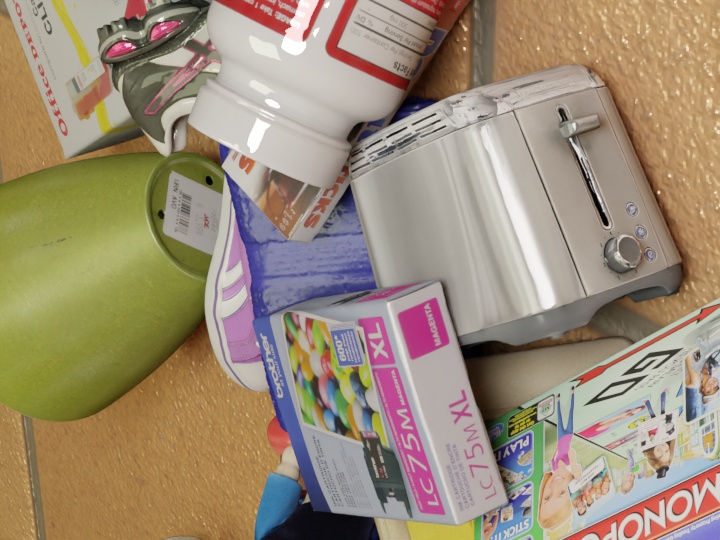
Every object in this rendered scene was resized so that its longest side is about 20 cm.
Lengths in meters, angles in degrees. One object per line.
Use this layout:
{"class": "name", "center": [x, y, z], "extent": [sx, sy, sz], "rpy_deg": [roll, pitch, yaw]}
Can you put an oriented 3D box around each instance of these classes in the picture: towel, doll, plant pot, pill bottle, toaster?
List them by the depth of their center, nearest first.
{"class": "pill bottle", "center": [-0.011, -0.150, 0.897], "extent": [0.112, 0.112, 0.202], "rpy_deg": [32, 100, 43]}
{"class": "toaster", "center": [0.071, -0.026, 0.921], "extent": [0.199, 0.113, 0.131], "rpy_deg": [-21, 86, 60]}
{"class": "towel", "center": [0.000, 0.000, 1.055], "extent": [0.146, 0.049, 0.203], "rpy_deg": [-4, 103, 26]}
{"class": "doll", "center": [-0.010, 0.166, 1.055], "extent": [0.138, 0.198, 0.048], "rpy_deg": [63, 156, 8]}
{"class": "plant pot", "center": [-0.174, -0.006, 1.250], "extent": [0.199, 0.186, 0.189], "rpy_deg": [-24, 87, 44]}

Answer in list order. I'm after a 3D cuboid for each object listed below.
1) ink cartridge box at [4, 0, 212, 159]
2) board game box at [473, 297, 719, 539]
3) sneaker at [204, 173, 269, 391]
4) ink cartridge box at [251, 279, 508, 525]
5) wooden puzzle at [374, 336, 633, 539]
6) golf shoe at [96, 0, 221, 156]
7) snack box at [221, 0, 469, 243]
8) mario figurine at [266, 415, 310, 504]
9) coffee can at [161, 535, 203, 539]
{"class": "ink cartridge box", "center": [-0.160, -0.176, 1.204], "extent": [0.199, 0.083, 0.147], "rpy_deg": [-21, 90, 57]}
{"class": "board game box", "center": [0.133, 0.101, 0.844], "extent": [0.199, 0.029, 0.136], "rpy_deg": [-34, 36, 37]}
{"class": "sneaker", "center": [-0.043, 0.011, 1.146], "extent": [0.114, 0.072, 0.203], "rpy_deg": [33, 133, 39]}
{"class": "ink cartridge box", "center": [-0.001, 0.073, 0.949], "extent": [0.199, 0.042, 0.121], "rpy_deg": [-8, 100, 64]}
{"class": "wooden puzzle", "center": [0.089, 0.149, 0.981], "extent": [0.183, 0.037, 0.203], "rpy_deg": [-10, 97, 29]}
{"class": "golf shoe", "center": [-0.062, -0.142, 1.044], "extent": [0.198, 0.077, 0.089], "rpy_deg": [-22, 92, 28]}
{"class": "snack box", "center": [-0.003, -0.116, 0.979], "extent": [0.072, 0.024, 0.201], "rpy_deg": [46, 113, 32]}
{"class": "mario figurine", "center": [-0.012, 0.175, 1.159], "extent": [0.123, 0.105, 0.203], "rpy_deg": [27, 109, 61]}
{"class": "coffee can", "center": [-0.125, 0.331, 1.365], "extent": [0.200, 0.145, 0.147], "rpy_deg": [48, 141, 30]}
